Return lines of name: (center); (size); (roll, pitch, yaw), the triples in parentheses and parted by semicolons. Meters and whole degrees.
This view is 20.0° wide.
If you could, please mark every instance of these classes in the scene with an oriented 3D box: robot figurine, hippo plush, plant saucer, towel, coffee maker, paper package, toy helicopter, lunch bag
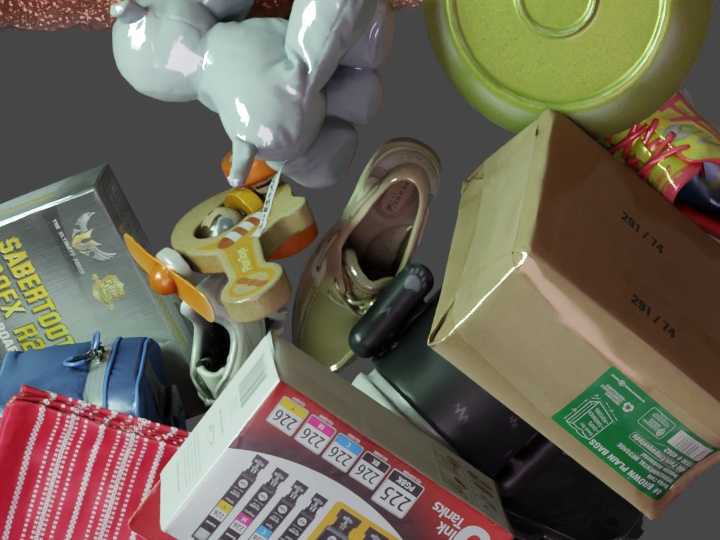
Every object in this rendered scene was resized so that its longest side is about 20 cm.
robot figurine: (0.078, 0.076, 1.461); (0.200, 0.125, 0.150); (-46, 68, -1)
hippo plush: (-0.084, -0.133, 1.384); (0.160, 0.201, 0.160); (24, 161, 19)
plant saucer: (0.133, -0.183, 1.352); (0.198, 0.031, 0.202); (3, 101, 17)
towel: (-0.165, 0.169, 1.401); (0.198, 0.023, 0.146); (17, 107, -14)
coffee maker: (0.110, 0.245, 1.554); (0.190, 0.135, 0.202); (7, 117, 5)
paper package: (0.155, 0.026, 1.320); (0.199, 0.191, 0.103); (38, 123, -14)
toy helicopter: (-0.092, -0.011, 1.407); (0.131, 0.200, 0.079); (-24, 114, -1)
lunch bag: (-0.188, 0.140, 1.475); (0.131, 0.136, 0.202); (-4, 112, 2)

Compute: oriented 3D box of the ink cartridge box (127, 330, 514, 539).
ink cartridge box: (-0.030, 0.173, 1.365); (0.199, 0.084, 0.176); (34, 104, -18)

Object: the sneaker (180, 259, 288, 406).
sneaker: (-0.088, 0.091, 1.509); (0.075, 0.081, 0.202); (0, 111, 35)

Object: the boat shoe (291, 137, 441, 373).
boat shoe: (0.000, 0.000, 1.478); (0.072, 0.065, 0.201); (25, 117, -6)

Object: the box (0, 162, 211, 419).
box: (-0.217, 0.038, 1.532); (0.157, 0.048, 0.201); (-18, 114, 16)

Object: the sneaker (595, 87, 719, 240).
sneaker: (0.204, -0.086, 1.398); (0.199, 0.091, 0.078); (31, 118, -8)
